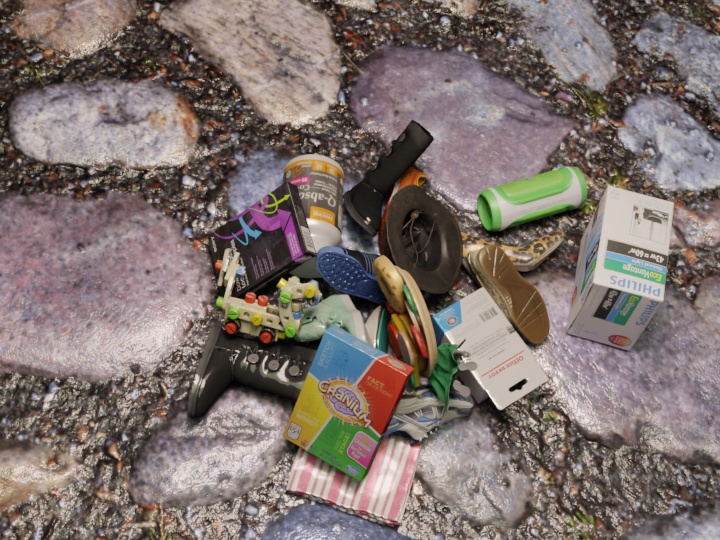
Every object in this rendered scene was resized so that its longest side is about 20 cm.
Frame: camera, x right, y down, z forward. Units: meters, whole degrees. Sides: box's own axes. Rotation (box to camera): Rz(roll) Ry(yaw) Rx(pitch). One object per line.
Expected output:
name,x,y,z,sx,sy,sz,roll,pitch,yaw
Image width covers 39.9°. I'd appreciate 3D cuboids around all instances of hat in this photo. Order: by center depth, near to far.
hat,0.091,-0.045,1.755,0.199,0.080,0.204,18,63,-41

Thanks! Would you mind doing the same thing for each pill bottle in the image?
pill bottle,-0.089,-0.097,1.792,0.114,0.117,0.203,3,62,-4

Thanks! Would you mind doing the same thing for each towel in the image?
towel,-0.010,0.322,1.633,0.197,0.030,0.148,17,62,4

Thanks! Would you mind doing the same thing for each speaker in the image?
speaker,0.323,-0.135,1.869,0.197,0.089,0.089,-16,65,-14

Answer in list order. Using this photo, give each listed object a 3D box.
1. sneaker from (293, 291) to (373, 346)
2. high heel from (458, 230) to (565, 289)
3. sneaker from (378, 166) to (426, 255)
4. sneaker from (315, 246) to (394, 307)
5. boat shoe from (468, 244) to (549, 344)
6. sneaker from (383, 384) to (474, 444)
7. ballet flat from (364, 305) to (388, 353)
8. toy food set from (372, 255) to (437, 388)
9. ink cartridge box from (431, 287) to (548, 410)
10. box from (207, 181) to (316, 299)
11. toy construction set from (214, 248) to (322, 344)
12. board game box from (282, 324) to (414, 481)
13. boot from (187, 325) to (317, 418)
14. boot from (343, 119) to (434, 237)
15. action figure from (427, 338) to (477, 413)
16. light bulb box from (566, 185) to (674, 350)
sneaker,-0.049,0.109,1.669,0.117,0.075,0.201,-23,23,-7
high heel,0.269,-0.057,1.828,0.199,0.072,0.143,-33,76,-10
sneaker,0.080,-0.109,1.842,0.076,0.073,0.203,19,65,-5
sneaker,0.000,0.000,1.742,0.198,0.070,0.078,28,26,-29
boat shoe,0.265,0.042,1.763,0.073,0.063,0.202,-36,98,-22
sneaker,0.100,0.242,1.660,0.197,0.077,0.087,3,100,-28
ballet flat,0.015,0.155,1.708,0.068,0.070,0.203,2,63,-4
toy food set,0.075,0.087,1.645,0.048,0.202,0.199,-17,46,-12
ink cartridge box,0.220,0.146,1.724,0.115,0.068,0.201,-27,68,-18
box,-0.176,-0.044,1.737,0.199,0.036,0.145,-32,61,26
toy construction set,-0.165,0.046,1.653,0.197,0.133,0.092,22,29,17
board game box,-0.022,0.211,1.584,0.151,0.203,0.040,26,18,13
boot,-0.175,0.191,1.662,0.197,0.066,0.167,16,64,-2
boot,0.060,-0.170,1.786,0.200,0.066,0.165,-44,29,9
action figure,0.147,0.163,1.645,0.054,0.200,0.120,18,90,-8
light bulb box,0.456,-0.001,1.749,0.123,0.199,0.202,14,61,4
